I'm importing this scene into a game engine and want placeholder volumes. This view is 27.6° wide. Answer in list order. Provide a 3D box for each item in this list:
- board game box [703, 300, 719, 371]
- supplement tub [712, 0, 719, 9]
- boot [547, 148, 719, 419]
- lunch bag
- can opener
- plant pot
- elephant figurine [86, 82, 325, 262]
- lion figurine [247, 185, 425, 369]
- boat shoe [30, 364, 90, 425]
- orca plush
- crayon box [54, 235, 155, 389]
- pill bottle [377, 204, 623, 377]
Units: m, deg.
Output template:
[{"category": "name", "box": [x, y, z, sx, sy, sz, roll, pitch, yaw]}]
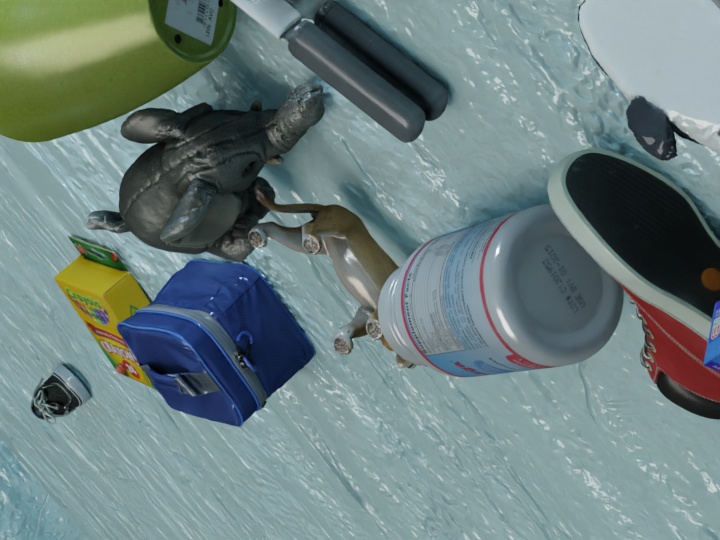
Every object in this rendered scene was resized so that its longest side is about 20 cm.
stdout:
[{"category": "board game box", "box": [0.290, 0.028, 0.750, 0.151, 0.045, 0.200, 20, 156, -5]}, {"category": "supplement tub", "box": [0.181, -0.166, 0.606, 0.200, 0.122, 0.122, 47, 156, -3]}, {"category": "boot", "box": [0.186, 0.017, 0.949, 0.200, 0.072, 0.144, 41, 157, 3]}, {"category": "lunch bag", "box": [-0.155, 0.082, 1.525, 0.200, 0.132, 0.136, 3, 131, 58]}, {"category": "can opener", "box": [-0.024, -0.169, 1.022, 0.200, 0.053, 0.067, 42, 155, 9]}, {"category": "plant pot", "box": [-0.197, -0.200, 1.141, 0.199, 0.187, 0.188, 0, 130, 40]}, {"category": "elephant figurine", "box": [-0.130, -0.088, 1.199, 0.141, 0.156, 0.200, 30, 165, -1]}, {"category": "lion figurine", "box": [0.000, 0.000, 1.199, 0.072, 0.122, 0.201, -33, 89, 36]}, {"category": "boat shoe", "box": [-0.487, 0.202, 2.328, 0.074, 0.068, 0.199, 51, 155, -10]}, {"category": "orca plush", "box": [0.211, -0.101, 0.765, 0.199, 0.071, 0.106, 14, 97, 34]}, {"category": "crayon box", "box": [-0.302, 0.055, 1.825, 0.127, 0.051, 0.201, 15, 140, 50]}, {"category": "pill bottle", "box": [0.092, 0.021, 1.056, 0.109, 0.109, 0.200, 51, 156, -10]}]
